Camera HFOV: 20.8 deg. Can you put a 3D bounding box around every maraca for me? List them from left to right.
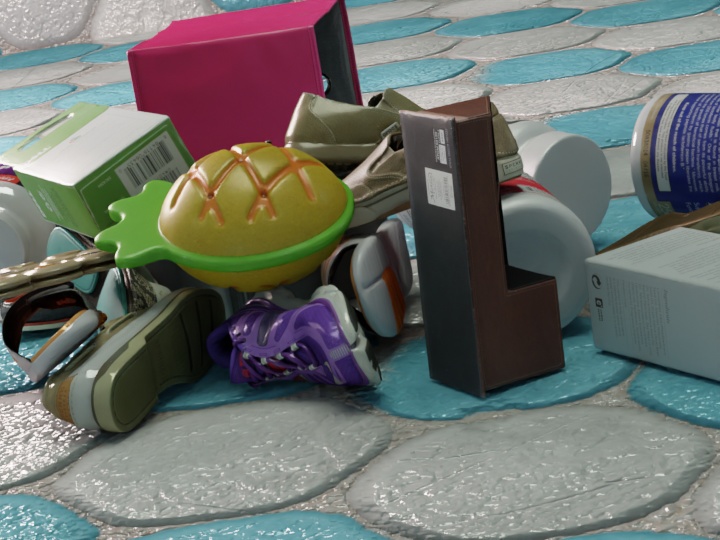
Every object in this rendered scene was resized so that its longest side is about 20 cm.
[{"bbox_3d":[-0.102,-0.040,1.496,0.198,0.108,0.137,-3,30,11],"label":"maraca"}]

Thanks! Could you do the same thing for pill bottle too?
[{"bbox_3d":[-0.335,-0.043,1.897,0.112,0.113,0.200,-7,15,8],"label":"pill bottle"},{"bbox_3d":[0.124,-0.080,1.770,0.113,0.115,0.199,-19,18,-34],"label":"pill bottle"},{"bbox_3d":[0.112,-0.022,1.568,0.111,0.113,0.200,-10,15,-6],"label":"pill bottle"},{"bbox_3d":[0.345,-0.098,1.707,0.199,0.117,0.115,3,19,38],"label":"pill bottle"}]

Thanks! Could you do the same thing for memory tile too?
[{"bbox_3d":[-0.255,0.003,1.537,0.153,0.017,0.199,-8,6,43],"label":"memory tile"}]

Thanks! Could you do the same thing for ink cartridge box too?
[{"bbox_3d":[-0.231,-0.089,1.699,0.104,0.060,0.200,-38,25,-20],"label":"ink cartridge box"}]

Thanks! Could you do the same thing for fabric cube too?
[{"bbox_3d":[-0.111,-0.168,2.072,0.198,0.198,0.200,-7,16,12],"label":"fabric cube"}]

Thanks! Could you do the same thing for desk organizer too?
[{"bbox_3d":[0.088,-0.020,1.406,0.077,0.201,0.072,-14,15,-28],"label":"desk organizer"}]

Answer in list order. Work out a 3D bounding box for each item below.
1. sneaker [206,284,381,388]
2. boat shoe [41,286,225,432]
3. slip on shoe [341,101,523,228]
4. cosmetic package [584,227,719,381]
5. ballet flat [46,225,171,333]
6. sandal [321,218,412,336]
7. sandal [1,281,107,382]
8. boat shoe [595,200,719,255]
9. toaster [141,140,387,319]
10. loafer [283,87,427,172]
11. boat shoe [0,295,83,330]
[{"bbox_3d":[-0.052,0.063,1.464,0.083,0.081,0.200,-31,14,-24],"label":"sneaker"},{"bbox_3d":[-0.169,0.061,1.495,0.068,0.075,0.200,3,18,24],"label":"boat shoe"},{"bbox_3d":[0.032,-0.078,1.526,0.199,0.061,0.076,-15,6,37],"label":"slip on shoe"},{"bbox_3d":[0.261,0.026,1.383,0.101,0.072,0.200,-17,17,-30],"label":"cosmetic package"},{"bbox_3d":[-0.202,0.016,1.664,0.075,0.068,0.200,8,22,-32],"label":"ballet flat"},{"bbox_3d":[0.002,0.008,1.579,0.059,0.080,0.207,-12,8,10],"label":"sandal"},{"bbox_3d":[-0.240,0.039,1.518,0.079,0.059,0.207,-42,3,-11],"label":"sandal"},{"bbox_3d":[0.250,-0.008,1.535,0.071,0.065,0.200,-30,6,-34],"label":"boat shoe"},{"bbox_3d":[-0.095,-0.031,1.704,0.199,0.120,0.180,-20,18,-36],"label":"toaster"},{"bbox_3d":[0.034,-0.117,1.626,0.199,0.068,0.076,-1,-1,-14],"label":"loafer"},{"bbox_3d":[-0.244,0.004,1.773,0.199,0.063,0.071,-24,23,-40],"label":"boat shoe"}]
